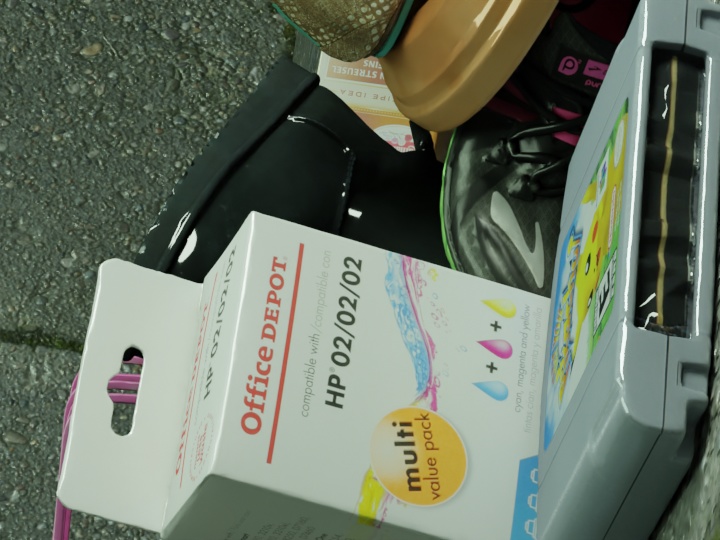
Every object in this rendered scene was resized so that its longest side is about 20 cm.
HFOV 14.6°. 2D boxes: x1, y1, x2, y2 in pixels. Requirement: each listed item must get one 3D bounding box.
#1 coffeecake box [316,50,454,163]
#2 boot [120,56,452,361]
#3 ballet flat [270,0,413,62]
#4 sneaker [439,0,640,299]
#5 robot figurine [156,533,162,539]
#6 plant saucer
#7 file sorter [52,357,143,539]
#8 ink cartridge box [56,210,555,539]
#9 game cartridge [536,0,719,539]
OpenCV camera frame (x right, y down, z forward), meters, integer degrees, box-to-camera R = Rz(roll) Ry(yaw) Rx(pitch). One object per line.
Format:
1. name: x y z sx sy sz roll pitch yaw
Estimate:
1. coffeecake box: 0.040 -0.137 1.466 0.153 0.073 0.201 28 -108 -73
2. boot: -0.001 0.001 1.190 0.198 0.162 0.073 -56 -5 -48
3. ballet flat: 0.015 -0.185 1.146 0.201 0.065 0.070 -69 18 -3
4. sneaker: 0.080 -0.067 1.151 0.084 0.076 0.201 138 139 -78
5. robot figurine: -0.009 0.130 1.167 0.113 0.200 0.170 -46 2 7
6. plant saucer: 0.054 -0.157 1.169 0.200 0.037 0.201 -57 19 32
7. file sorter: -0.087 0.115 1.380 0.200 0.125 0.140 -136 52 -84
8. ink cartridge box: -0.006 0.055 1.080 0.068 0.199 0.116 128 154 -57
9. game cartridge: 0.097 0.006 1.027 0.134 0.040 0.201 102 176 -55
